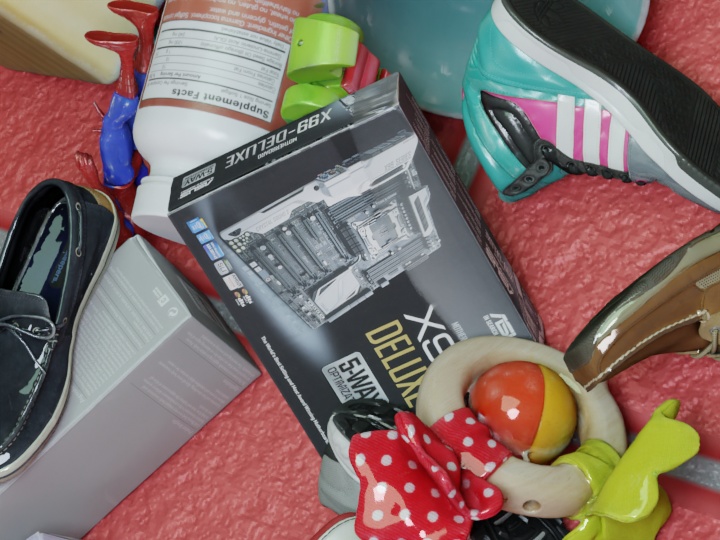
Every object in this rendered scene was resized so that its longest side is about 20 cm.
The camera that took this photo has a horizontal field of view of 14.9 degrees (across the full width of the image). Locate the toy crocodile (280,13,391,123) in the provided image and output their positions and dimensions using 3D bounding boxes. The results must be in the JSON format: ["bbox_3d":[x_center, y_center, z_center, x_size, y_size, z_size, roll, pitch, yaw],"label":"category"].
[{"bbox_3d":[0.001,-0.099,1.701,0.062,0.200,0.068,2,63,25],"label":"toy crocodile"}]

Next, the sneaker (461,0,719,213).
[{"bbox_3d":[0.140,-0.077,1.700,0.200,0.084,0.121,39,131,3],"label":"sneaker"}]

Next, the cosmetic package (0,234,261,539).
[{"bbox_3d":[-0.175,0.088,1.760,0.200,0.107,0.090,-39,56,3],"label":"cosmetic package"}]

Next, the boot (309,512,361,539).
[{"bbox_3d":[-0.080,0.190,1.675,0.200,0.072,0.144,-50,53,18],"label":"boot"}]

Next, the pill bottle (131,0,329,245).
[{"bbox_3d":[-0.079,-0.117,1.737,0.112,0.112,0.201,9,79,28],"label":"pill bottle"}]

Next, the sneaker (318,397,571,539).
[{"bbox_3d":[0.056,0.159,1.650,0.200,0.074,0.080,37,126,24],"label":"sneaker"}]

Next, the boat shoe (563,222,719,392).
[{"bbox_3d":[0.211,0.014,1.598,0.200,0.076,0.074,-34,86,-20],"label":"boat shoe"}]

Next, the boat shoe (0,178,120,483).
[{"bbox_3d":[-0.209,0.034,1.702,0.074,0.062,0.201,11,73,29],"label":"boat shoe"}]

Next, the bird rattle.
[{"bbox_3d":[0.089,0.106,1.604,0.199,0.113,0.163,4,40,-8],"label":"bird rattle"}]

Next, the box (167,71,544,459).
[{"bbox_3d":[0.000,0.000,1.666,0.157,0.200,0.050,-24,26,14],"label":"box"}]

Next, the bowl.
[{"bbox_3d":[0.079,-0.203,1.732,0.200,0.201,0.105,-18,43,17],"label":"bowl"}]

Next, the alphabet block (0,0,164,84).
[{"bbox_3d":[-0.235,-0.258,1.845,0.196,0.200,0.196,10,70,58],"label":"alphabet block"}]

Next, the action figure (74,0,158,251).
[{"bbox_3d":[-0.157,-0.077,1.790,0.051,0.201,0.066,7,35,9],"label":"action figure"}]

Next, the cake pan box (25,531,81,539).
[{"bbox_3d":[-0.228,0.288,1.707,0.200,0.052,0.185,-34,56,26],"label":"cake pan box"}]

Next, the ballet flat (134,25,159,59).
[{"bbox_3d":[-0.112,-0.106,1.842,0.200,0.069,0.070,37,87,29],"label":"ballet flat"}]
